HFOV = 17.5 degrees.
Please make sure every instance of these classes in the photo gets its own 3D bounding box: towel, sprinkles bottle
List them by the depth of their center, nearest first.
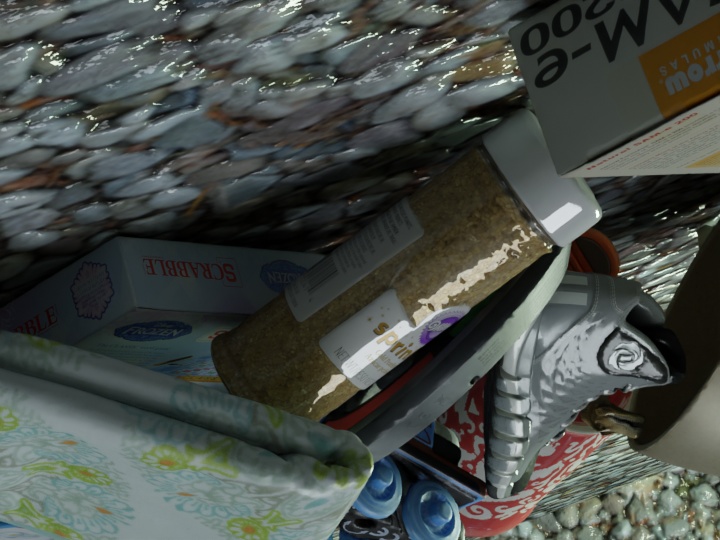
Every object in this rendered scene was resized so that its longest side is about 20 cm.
[{"bbox_3d":[0.022,0.004,1.154,0.200,0.068,0.068,-36,165,8],"label":"sprinkles bottle"},{"bbox_3d":[-0.109,0.102,1.159,0.199,0.048,0.171,17,153,-8],"label":"towel"}]

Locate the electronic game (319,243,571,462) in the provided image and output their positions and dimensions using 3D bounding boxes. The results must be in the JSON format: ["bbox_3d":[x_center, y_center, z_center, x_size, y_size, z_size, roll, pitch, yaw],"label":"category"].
[{"bbox_3d":[0.038,0.035,1.249,0.200,0.042,0.200,-43,-172,7],"label":"electronic game"}]

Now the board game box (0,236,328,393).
[{"bbox_3d":[-0.122,0.045,1.249,0.199,0.041,0.200,-29,160,33],"label":"board game box"}]

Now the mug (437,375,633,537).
[{"bbox_3d":[0.121,0.086,1.741,0.133,0.178,0.200,22,151,-11],"label":"mug"}]

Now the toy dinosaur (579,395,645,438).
[{"bbox_3d":[0.117,0.032,1.500,0.058,0.200,0.101,16,106,-38],"label":"toy dinosaur"}]

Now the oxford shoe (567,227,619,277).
[{"bbox_3d":[0.085,0.014,1.454,0.200,0.071,0.073,-25,-172,37],"label":"oxford shoe"}]

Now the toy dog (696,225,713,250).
[{"bbox_3d":[0.348,0.025,1.590,0.199,0.195,0.140,-16,157,18],"label":"toy dog"}]

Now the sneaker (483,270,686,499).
[{"bbox_3d":[0.133,0.073,1.386,0.115,0.075,0.200,2,142,0],"label":"sneaker"}]

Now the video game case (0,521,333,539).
[{"bbox_3d":[-0.126,0.151,1.336,0.199,0.018,0.143,-5,160,9],"label":"video game case"}]

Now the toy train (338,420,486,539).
[{"bbox_3d":[-0.010,0.105,1.415,0.200,0.115,0.087,31,141,-32],"label":"toy train"}]

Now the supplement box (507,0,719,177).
[{"bbox_3d":[0.178,-0.099,1.033,0.126,0.074,0.200,-28,165,37],"label":"supplement box"}]

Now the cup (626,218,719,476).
[{"bbox_3d":[0.277,0.054,1.463,0.143,0.201,0.200,26,159,-5],"label":"cup"}]
